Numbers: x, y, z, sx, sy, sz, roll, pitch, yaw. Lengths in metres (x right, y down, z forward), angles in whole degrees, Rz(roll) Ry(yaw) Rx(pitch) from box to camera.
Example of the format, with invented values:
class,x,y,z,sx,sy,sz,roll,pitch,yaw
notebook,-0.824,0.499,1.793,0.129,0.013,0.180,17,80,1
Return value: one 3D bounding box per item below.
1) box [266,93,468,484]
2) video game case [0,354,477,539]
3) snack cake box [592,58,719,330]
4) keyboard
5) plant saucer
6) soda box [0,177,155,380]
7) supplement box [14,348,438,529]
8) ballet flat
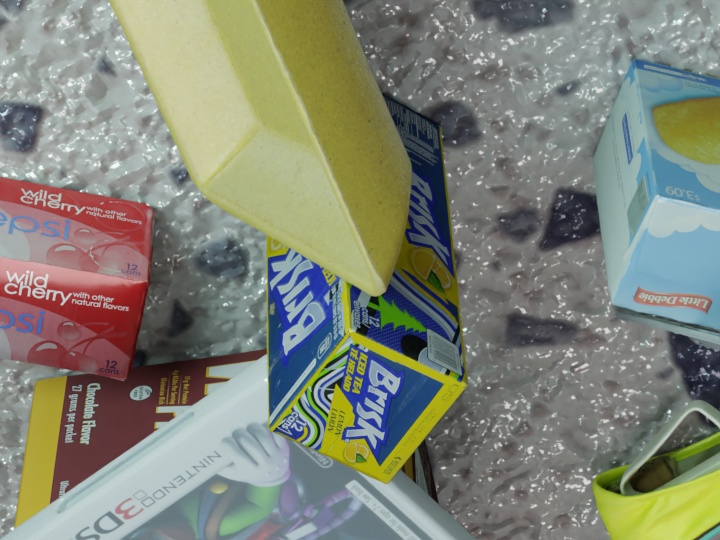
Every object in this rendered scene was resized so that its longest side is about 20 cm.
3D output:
class,x,y,z,sx,sy,sz,roll,pitch,yaw
box,0.000,0.000,1.210,0.064,0.200,0.070,26,122,-20
video game case,-0.044,0.150,1.265,0.182,0.023,0.200,-35,119,23
snack cake box,0.215,-0.021,1.251,0.199,0.115,0.067,12,125,-10
keyboard,0.172,0.033,1.258,0.056,0.200,0.011,18,89,-10
plant saucer,-0.051,-0.105,1.145,0.048,0.200,0.200,-32,116,-16
soda box,-0.202,-0.006,1.283,0.199,0.070,0.064,9,125,-8
supplement box,-0.056,0.160,1.370,0.196,0.133,0.201,-8,127,6
ballet flat,0.204,0.086,1.368,0.200,0.067,0.067,-33,100,23
